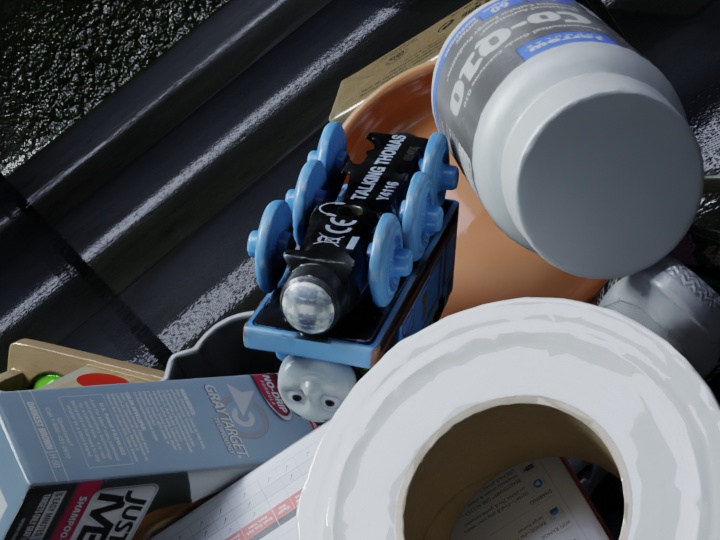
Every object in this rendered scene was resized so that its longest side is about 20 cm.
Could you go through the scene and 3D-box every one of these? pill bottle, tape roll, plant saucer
[{"bbox_3d":[0.106,-0.072,1.047,0.113,0.114,0.200,-35,20,4],"label":"pill bottle"},{"bbox_3d":[0.075,0.117,0.879,0.200,0.071,0.204,-9,62,16],"label":"tape roll"},{"bbox_3d":[0.072,-0.036,1.174,0.198,0.038,0.202,-4,61,8],"label":"plant saucer"}]

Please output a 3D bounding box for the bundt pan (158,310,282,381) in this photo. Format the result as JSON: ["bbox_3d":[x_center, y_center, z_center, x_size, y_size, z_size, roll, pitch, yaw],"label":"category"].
[{"bbox_3d":[-0.036,0.120,1.167,0.200,0.076,0.203,-7,54,10],"label":"bundt pan"}]

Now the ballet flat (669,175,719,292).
[{"bbox_3d":[0.204,-0.012,1.051,0.199,0.069,0.072,18,88,40],"label":"ballet flat"}]

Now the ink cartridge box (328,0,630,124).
[{"bbox_3d":[0.104,-0.106,1.436,0.199,0.165,0.075,-30,21,23],"label":"ink cartridge box"}]

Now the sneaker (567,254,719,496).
[{"bbox_3d":[0.124,0.070,1.044,0.115,0.075,0.200,-49,-5,-22],"label":"sneaker"}]

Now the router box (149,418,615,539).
[{"bbox_3d":[0.020,0.153,0.955,0.199,0.049,0.180,-32,57,4],"label":"router box"}]

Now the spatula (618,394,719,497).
[{"bbox_3d":[0.211,0.053,1.064,0.200,0.021,0.056,-44,41,-8],"label":"spatula"}]

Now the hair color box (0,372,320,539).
[{"bbox_3d":[-0.104,0.110,1.019,0.199,0.061,0.099,-2,-43,-37],"label":"hair color box"}]

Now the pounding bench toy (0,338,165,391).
[{"bbox_3d":[-0.224,0.118,1.242,0.198,0.126,0.156,12,16,19],"label":"pounding bench toy"}]

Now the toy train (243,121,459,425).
[{"bbox_3d":[0.000,0.000,1.043,0.086,0.115,0.200,7,27,13],"label":"toy train"}]
